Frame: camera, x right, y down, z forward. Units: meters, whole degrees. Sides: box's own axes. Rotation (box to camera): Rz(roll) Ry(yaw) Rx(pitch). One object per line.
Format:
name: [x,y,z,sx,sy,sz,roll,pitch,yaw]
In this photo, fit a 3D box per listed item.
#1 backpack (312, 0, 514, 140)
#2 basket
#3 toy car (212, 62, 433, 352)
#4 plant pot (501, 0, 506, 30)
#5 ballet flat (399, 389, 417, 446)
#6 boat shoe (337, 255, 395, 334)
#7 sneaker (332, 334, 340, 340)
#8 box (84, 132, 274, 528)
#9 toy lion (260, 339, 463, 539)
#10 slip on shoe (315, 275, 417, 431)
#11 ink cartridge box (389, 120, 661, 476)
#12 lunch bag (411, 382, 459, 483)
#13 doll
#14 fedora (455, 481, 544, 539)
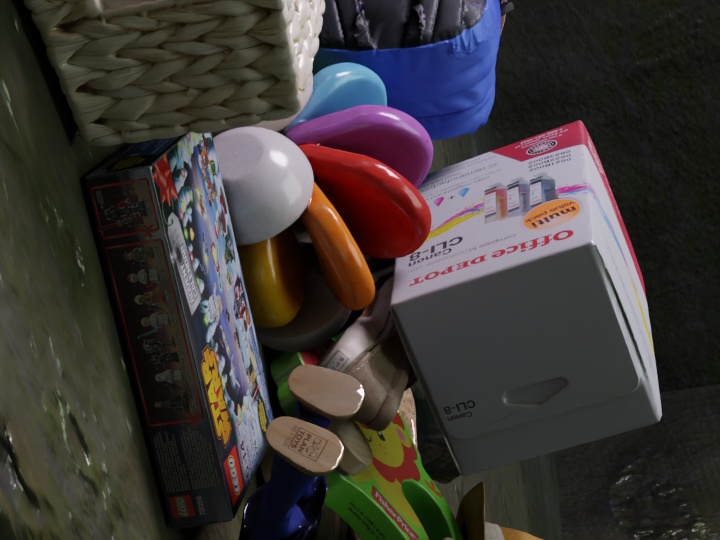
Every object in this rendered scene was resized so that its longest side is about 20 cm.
backpack: [0.035,-0.175,1.221,0.200,0.162,0.168,-89,169,-50]
basket: [-0.089,-0.168,0.864,0.200,0.135,0.124,-85,165,-55]
toy car: [-0.026,-0.057,1.075,0.175,0.149,0.201,68,16,-51]
plant pot: [0.005,-0.260,1.433,0.200,0.186,0.188,32,48,-59]
ballet flat: [0.012,0.139,1.349,0.065,0.070,0.200,34,25,-34]
boat shoe: [0.000,0.000,1.237,0.200,0.063,0.071,-22,147,-53]
sneaker: [-0.012,-0.017,1.309,0.074,0.083,0.201,45,38,-74]
box: [-0.096,0.024,0.922,0.137,0.040,0.201,-65,145,-71]
toy lion: [0.007,0.139,1.178,0.200,0.069,0.192,50,16,-12]
slip on shoe: [0.016,0.057,1.134,0.061,0.076,0.200,37,14,2]
ink cartridge box: [0.114,0.016,1.136,0.200,0.145,0.145,-82,151,-62]
lunch bag: [0.078,0.069,1.469,0.117,0.164,0.201,13,59,-31]
doll: [-0.045,0.148,0.934,0.200,0.048,0.137,104,6,-46]
fedora: [0.113,0.260,1.244,0.201,0.081,0.202,-177,-90,-87]
